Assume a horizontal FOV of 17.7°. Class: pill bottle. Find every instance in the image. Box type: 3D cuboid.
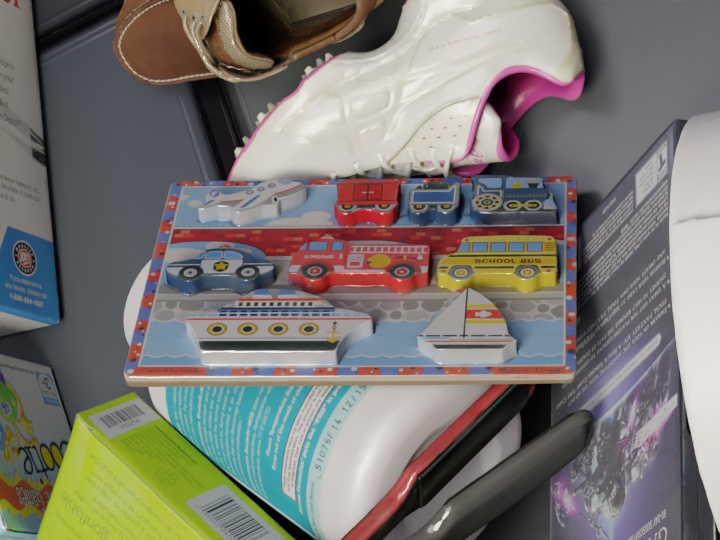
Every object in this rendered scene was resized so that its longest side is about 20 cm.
[{"bbox_3d":[-0.027,0.055,1.093,0.199,0.111,0.111,31,94,39],"label":"pill bottle"}]

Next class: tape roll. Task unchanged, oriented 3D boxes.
[{"bbox_3d":[0.188,0.028,0.967,0.070,0.202,0.204,-7,78,21],"label":"tape roll"}]

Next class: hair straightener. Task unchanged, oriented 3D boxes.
[{"bbox_3d":[0.030,0.122,0.975,0.200,0.041,0.077,-38,65,-25],"label":"hair straightener"}]

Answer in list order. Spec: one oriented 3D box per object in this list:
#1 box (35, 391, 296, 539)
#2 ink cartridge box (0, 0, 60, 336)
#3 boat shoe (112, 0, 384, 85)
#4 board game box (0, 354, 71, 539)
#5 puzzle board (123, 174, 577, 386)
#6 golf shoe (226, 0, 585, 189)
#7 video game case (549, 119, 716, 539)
[{"bbox_3d":[-0.112,0.175,1.120,0.122,0.048,0.201,39,126,25],"label":"box"},{"bbox_3d":[-0.233,-0.072,1.197,0.085,0.146,0.202,-14,75,22],"label":"ink cartridge box"},{"bbox_3d":[-0.058,-0.131,1.141,0.199,0.076,0.072,-21,32,43],"label":"boat shoe"},{"bbox_3d":[-0.251,0.129,1.192,0.199,0.105,0.104,-26,71,17],"label":"board game box"},{"bbox_3d":[0.000,0.000,1.057,0.198,0.018,0.151,-1,35,6],"label":"puzzle board"},{"bbox_3d":[0.022,-0.073,1.129,0.200,0.075,0.092,-38,72,14],"label":"golf shoe"},{"bbox_3d":[0.116,0.055,1.012,0.019,0.143,0.202,10,62,-15],"label":"video game case"}]
